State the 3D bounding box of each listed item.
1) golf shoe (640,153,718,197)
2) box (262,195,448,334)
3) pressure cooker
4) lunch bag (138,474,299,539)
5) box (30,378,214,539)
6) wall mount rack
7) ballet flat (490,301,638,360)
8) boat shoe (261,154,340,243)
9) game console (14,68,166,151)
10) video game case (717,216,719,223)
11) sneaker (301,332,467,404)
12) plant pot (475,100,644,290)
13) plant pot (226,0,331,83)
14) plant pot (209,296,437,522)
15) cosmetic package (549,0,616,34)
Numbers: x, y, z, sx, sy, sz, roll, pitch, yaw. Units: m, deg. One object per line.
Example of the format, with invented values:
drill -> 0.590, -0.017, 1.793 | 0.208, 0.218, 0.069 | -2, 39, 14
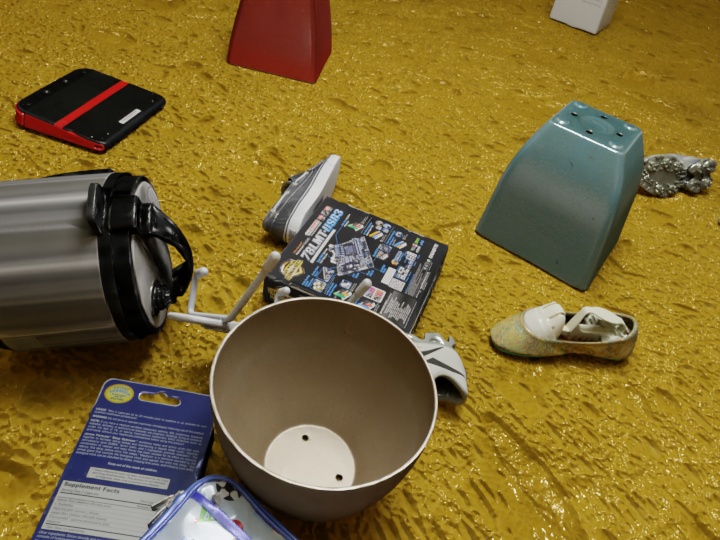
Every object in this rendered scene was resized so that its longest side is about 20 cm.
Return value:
golf shoe -> 0.594, -0.194, 1.193 | 0.195, 0.080, 0.097 | 0, 23, -23
box -> 0.000, 0.000, 0.806 | 0.194, 0.050, 0.201 | 21, 41, 10
pressure cooker -> -0.274, -0.009, 0.630 | 0.194, 0.184, 0.176 | -5, 16, -5
lunch bag -> -0.092, 0.254, 0.440 | 0.199, 0.076, 0.160 | 40, 42, 10
box -> -0.203, 0.193, 0.537 | 0.118, 0.033, 0.203 | 10, 43, -4
wall mount rack -> -0.091, 0.034, 0.636 | 0.197, 0.077, 0.172 | 15, -11, -39
ballet flat -> 0.265, 0.073, 0.780 | 0.194, 0.072, 0.072 | 6, 40, -8
boat shoe -> -0.085, -0.115, 0.905 | 0.066, 0.073, 0.202 | 20, 47, 7
game console -> -0.449, -0.271, 1.019 | 0.173, 0.031, 0.202 | 22, 41, 2
video game case -> 0.788, -0.078, 1.116 | 0.197, 0.046, 0.181 | -19, 48, -32
sneaker -> 0.029, 0.117, 0.658 | 0.195, 0.075, 0.089 | -2, 40, -16
plant pot -> 0.325, -0.135, 0.934 | 0.194, 0.203, 0.195 | 31, 42, 21
plant pot -> -0.161, -0.542, 1.292 | 0.195, 0.179, 0.202 | 13, 39, 1
plant pot -> -0.040, 0.144, 0.559 | 0.195, 0.137, 0.203 | 8, 40, -7
cosmetic package -> 0.725, -0.884, 1.912 | 0.163, 0.203, 0.164 | 31, 43, 21
